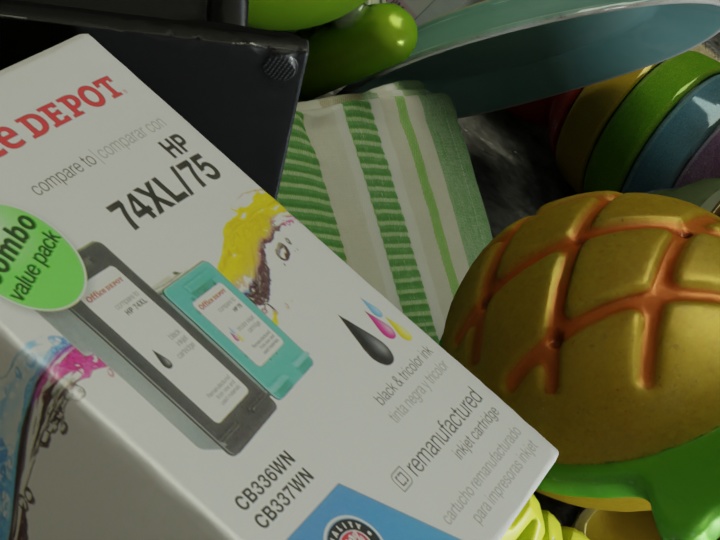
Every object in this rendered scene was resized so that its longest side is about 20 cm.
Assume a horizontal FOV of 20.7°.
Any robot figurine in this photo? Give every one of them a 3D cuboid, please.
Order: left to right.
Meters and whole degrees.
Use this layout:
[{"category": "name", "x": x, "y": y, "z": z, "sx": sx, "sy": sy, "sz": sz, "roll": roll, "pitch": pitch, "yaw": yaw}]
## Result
[{"category": "robot figurine", "x": -0.037, "y": -0.160, "z": 0.815, "sx": 0.176, "sy": 0.115, "sz": 0.200, "roll": 62, "pitch": -2, "yaw": -13}]

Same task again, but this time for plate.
[{"category": "plate", "x": 0.077, "y": -0.106, "z": 0.934, "sx": 0.199, "sy": 0.199, "sz": 0.026, "roll": -7, "pitch": 82, "yaw": -51}]

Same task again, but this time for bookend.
[{"category": "bookend", "x": -0.122, "y": -0.124, "z": 0.705, "sx": 0.198, "sy": 0.092, "sz": 0.200, "roll": 7, "pitch": 49, "yaw": -8}]

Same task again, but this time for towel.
[{"category": "towel", "x": 0.000, "y": 0.000, "z": 0.808, "sx": 0.199, "sy": 0.023, "sz": 0.154, "roll": -14, "pitch": 87, "yaw": -57}]

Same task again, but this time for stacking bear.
[{"category": "stacking bear", "x": 0.151, "y": -0.082, "z": 1.062, "sx": 0.200, "sy": 0.114, "sz": 0.121, "roll": 39, "pitch": 7, "yaw": 24}]

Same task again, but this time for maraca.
[{"category": "maraca", "x": 0.107, "y": 0.036, "z": 0.712, "sx": 0.200, "sy": 0.137, "sz": 0.107, "roll": 30, "pitch": -25, "yaw": 52}]

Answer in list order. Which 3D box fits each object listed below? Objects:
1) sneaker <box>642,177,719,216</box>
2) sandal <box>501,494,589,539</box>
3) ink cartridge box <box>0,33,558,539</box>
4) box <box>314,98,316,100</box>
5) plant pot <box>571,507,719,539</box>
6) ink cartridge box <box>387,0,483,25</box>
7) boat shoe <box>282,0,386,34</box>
[{"category": "sneaker", "x": 0.101, "y": 0.023, "z": 0.861, "sx": 0.200, "sy": 0.090, "sz": 0.067, "roll": -35, "pitch": 106, "yaw": -23}, {"category": "sandal", "x": 0.066, "y": 0.137, "z": 0.722, "sx": 0.199, "sy": 0.079, "sz": 0.088, "roll": 28, "pitch": 68, "yaw": -31}, {"category": "ink cartridge box", "x": -0.077, "y": 0.061, "z": 0.579, "sx": 0.200, "sy": 0.146, "sz": 0.147, "roll": 41, "pitch": 30, "yaw": 4}, {"category": "box", "x": -0.101, "y": -0.061, "z": 0.813, "sx": 0.158, "sy": 0.051, "sz": 0.200, "roll": 46, "pitch": 31, "yaw": 14}, {"category": "plant pot", "x": 0.230, "y": 0.082, "z": 0.850, "sx": 0.200, "sy": 0.200, "sz": 0.176, "roll": 41, "pitch": 15, "yaw": -1}, {"category": "ink cartridge box", "x": 0.051, "y": -0.229, "z": 1.062, "sx": 0.163, "sy": 0.200, "sz": 0.057, "roll": 49, "pitch": 13, "yaw": 20}, {"category": "boat shoe", "x": -0.025, "y": -0.138, "z": 0.958, "sx": 0.062, "sy": 0.074, "sz": 0.200, "roll": 54, "pitch": 3, "yaw": -34}]
